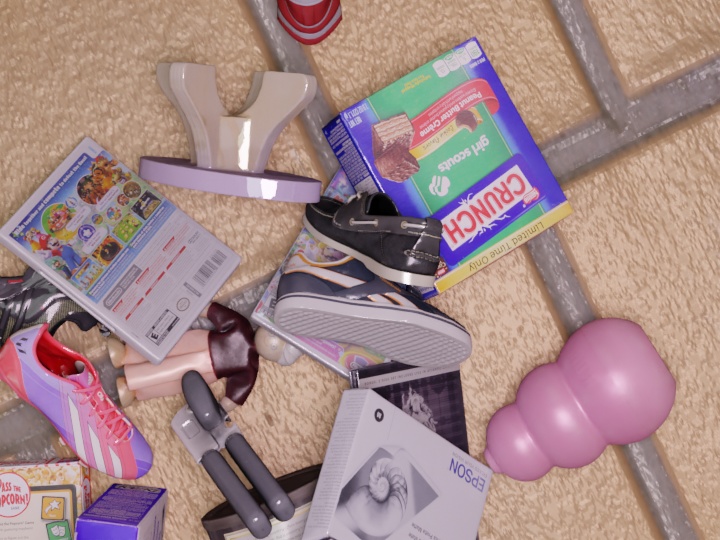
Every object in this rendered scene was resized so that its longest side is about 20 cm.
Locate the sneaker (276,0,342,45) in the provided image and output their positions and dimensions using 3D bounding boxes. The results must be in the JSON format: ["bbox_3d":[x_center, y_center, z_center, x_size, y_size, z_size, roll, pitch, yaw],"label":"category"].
[{"bbox_3d":[-0.053,-0.322,1.496,0.070,0.113,0.203,1,61,2],"label":"sneaker"}]

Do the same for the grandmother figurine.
[{"bbox_3d":[-0.147,0.087,1.498,0.197,0.061,0.123,-14,99,3],"label":"grandmother figurine"}]

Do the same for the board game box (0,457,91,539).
[{"bbox_3d":[-0.344,0.293,1.503,0.149,0.046,0.203,-2,91,0],"label":"board game box"}]

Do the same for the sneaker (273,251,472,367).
[{"bbox_3d":[0.016,0.032,1.433,0.197,0.079,0.080,15,54,-15],"label":"sneaker"}]

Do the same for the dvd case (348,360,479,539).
[{"bbox_3d":[0.055,0.188,1.471,0.148,0.016,0.203,-7,92,-45],"label":"dvd case"}]

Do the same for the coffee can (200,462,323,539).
[{"bbox_3d":[-0.053,0.308,1.454,0.145,0.146,0.202,-21,90,0],"label":"coffee can"}]

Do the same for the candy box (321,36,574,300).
[{"bbox_3d":[0.085,-0.097,1.468,0.168,0.077,0.202,-30,92,-16],"label":"candy box"}]

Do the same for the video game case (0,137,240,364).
[{"bbox_3d":[-0.236,-0.021,1.475,0.199,0.018,0.144,38,61,-1],"label":"video game case"}]

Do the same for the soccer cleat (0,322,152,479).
[{"bbox_3d":[-0.269,0.131,1.462,0.076,0.067,0.200,-31,114,32],"label":"soccer cleat"}]

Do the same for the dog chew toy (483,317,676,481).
[{"bbox_3d":[0.209,0.135,1.471,0.199,0.125,0.125,-33,91,8],"label":"dog chew toy"}]

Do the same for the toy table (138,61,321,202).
[{"bbox_3d":[-0.123,-0.136,1.444,0.197,0.184,0.119,8,97,19],"label":"toy table"}]

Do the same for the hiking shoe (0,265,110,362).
[{"bbox_3d":[-0.352,0.055,1.487,0.197,0.076,0.102,-18,87,-1],"label":"hiking shoe"}]

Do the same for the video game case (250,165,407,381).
[{"bbox_3d":[0.000,0.000,1.489,0.142,0.018,0.201,31,74,0],"label":"video game case"}]

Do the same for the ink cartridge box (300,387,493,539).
[{"bbox_3d":[0.032,0.242,1.403,0.199,0.040,0.202,35,62,-37],"label":"ink cartridge box"}]

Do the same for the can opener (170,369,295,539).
[{"bbox_3d":[-0.128,0.173,1.405,0.052,0.200,0.067,-35,134,-9],"label":"can opener"}]

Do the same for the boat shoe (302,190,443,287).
[{"bbox_3d":[0.012,-0.043,1.402,0.071,0.199,0.069,2,105,-33],"label":"boat shoe"}]

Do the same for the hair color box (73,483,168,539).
[{"bbox_3d":[-0.231,0.275,1.427,0.064,0.200,0.111,7,91,2],"label":"hair color box"}]
